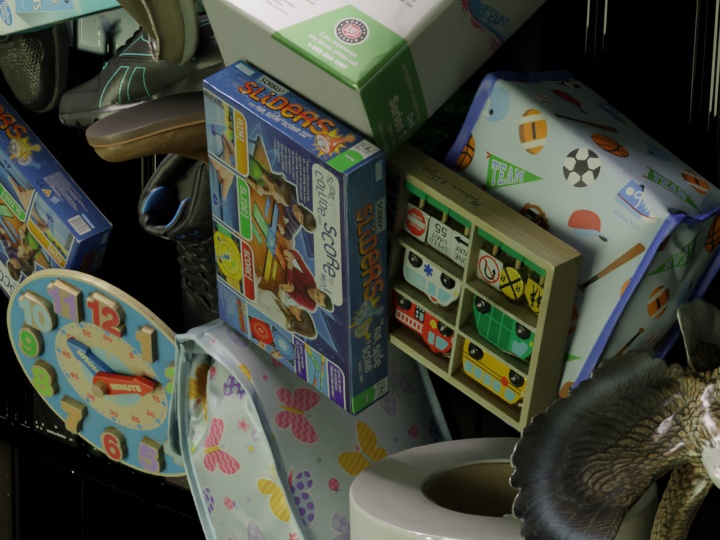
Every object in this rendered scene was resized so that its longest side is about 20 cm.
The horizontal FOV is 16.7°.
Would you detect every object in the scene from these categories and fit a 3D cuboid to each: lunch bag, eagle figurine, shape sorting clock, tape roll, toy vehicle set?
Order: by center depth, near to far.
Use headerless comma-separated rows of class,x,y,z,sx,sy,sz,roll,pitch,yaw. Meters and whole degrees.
eagle figurine,0.192,0.115,1.466,0.200,0.151,0.152,-42,76,6
toy vehicle set,0.049,0.000,1.530,0.200,0.026,0.125,34,131,36
lunch bag,0.123,-0.001,1.557,0.170,0.124,0.201,40,116,29
tape roll,0.092,0.171,1.578,0.202,0.202,0.071,12,110,40
lunch bag,-0.035,0.116,1.703,0.127,0.169,0.201,-17,93,47
shape sorting clock,-0.191,0.082,1.881,0.199,0.039,0.201,22,135,24

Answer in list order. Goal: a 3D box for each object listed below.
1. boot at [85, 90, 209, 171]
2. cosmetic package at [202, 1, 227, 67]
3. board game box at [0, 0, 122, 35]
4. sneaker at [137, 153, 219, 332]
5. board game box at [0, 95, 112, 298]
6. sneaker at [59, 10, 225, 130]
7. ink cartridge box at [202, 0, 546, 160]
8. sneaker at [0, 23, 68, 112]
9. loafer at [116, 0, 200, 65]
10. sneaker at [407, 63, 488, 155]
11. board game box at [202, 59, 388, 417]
boot,-0.092,-0.088,1.681,0.074,0.199,0.076,26,123,56
cosmetic package,-0.074,-0.239,1.662,0.073,0.103,0.201,81,170,-77
board game box,-0.193,-0.267,1.802,0.199,0.047,0.152,-10,95,33
sneaker,-0.123,-0.020,1.785,0.073,0.112,0.201,34,123,32
board game box,-0.281,-0.056,1.943,0.200,0.034,0.136,49,142,19
sneaker,-0.143,-0.149,1.808,0.199,0.075,0.080,-11,83,36
ink cartridge box,0.022,-0.186,1.544,0.145,0.200,0.084,34,159,31
sneaker,-0.293,-0.212,1.891,0.076,0.114,0.200,-2,106,42
loafer,-0.162,-0.223,1.682,0.075,0.069,0.201,-114,6,-52
sneaker,0.038,-0.112,1.637,0.083,0.074,0.201,29,120,38
board game box,-0.040,-0.019,1.560,0.135,0.034,0.201,35,142,34
